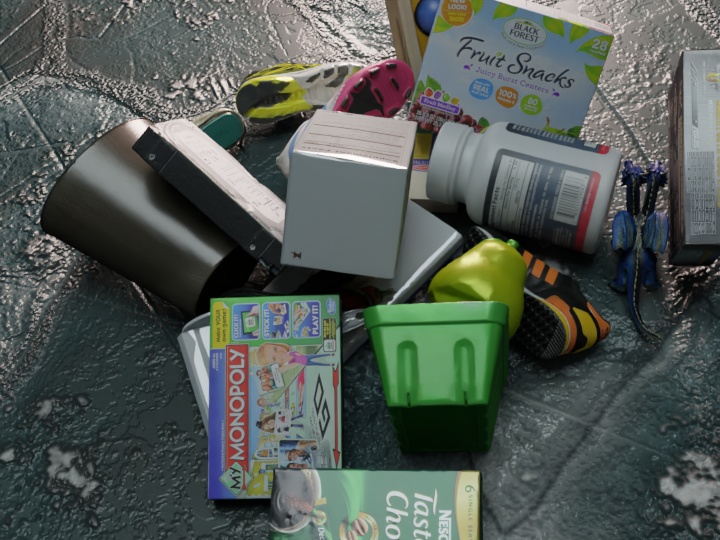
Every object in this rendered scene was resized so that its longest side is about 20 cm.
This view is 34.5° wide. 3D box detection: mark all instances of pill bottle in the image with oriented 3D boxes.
[{"bbox_3d":[0.180,-0.100,1.294,0.199,0.120,0.120,16,54,13],"label":"pill bottle"}]

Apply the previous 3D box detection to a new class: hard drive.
[{"bbox_3d":[0.000,0.000,1.292,0.132,0.025,0.200,36,71,31],"label":"hard drive"},{"bbox_3d":[-0.141,-0.083,1.243,0.200,0.140,0.038,43,103,-1],"label":"hard drive"}]

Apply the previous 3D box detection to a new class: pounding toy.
[{"bbox_3d":[0.143,-0.277,1.423,0.183,0.201,0.142,-15,18,-4],"label":"pounding toy"}]

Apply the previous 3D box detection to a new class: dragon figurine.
[{"bbox_3d":[0.298,-0.029,1.244,0.059,0.100,0.201,4,51,11],"label":"dragon figurine"}]

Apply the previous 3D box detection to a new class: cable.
[{"bbox_3d":[-0.057,0.036,1.255,0.199,0.050,0.098,-23,71,12],"label":"cable"}]

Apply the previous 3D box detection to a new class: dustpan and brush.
[{"bbox_3d":[-0.082,0.084,1.201,0.199,0.057,0.140,-19,70,-6],"label":"dustpan and brush"}]

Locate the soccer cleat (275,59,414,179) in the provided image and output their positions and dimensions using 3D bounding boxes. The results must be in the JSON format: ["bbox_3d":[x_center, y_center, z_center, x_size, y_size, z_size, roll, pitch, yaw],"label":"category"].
[{"bbox_3d":[-0.024,-0.182,1.383,0.200,0.070,0.086,-43,22,-14],"label":"soccer cleat"}]

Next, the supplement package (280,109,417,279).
[{"bbox_3d":[-0.008,-0.084,1.195,0.117,0.118,0.200,9,21,3],"label":"supplement package"}]

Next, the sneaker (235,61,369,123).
[{"bbox_3d":[-0.063,-0.240,1.482,0.199,0.075,0.085,-4,31,-9],"label":"sneaker"}]

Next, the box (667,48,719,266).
[{"bbox_3d":[0.354,-0.113,1.216,0.048,0.158,0.201,0,82,9],"label":"box"}]

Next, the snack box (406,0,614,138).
[{"bbox_3d":[0.171,-0.227,1.346,0.199,0.169,0.068,17,23,-1],"label":"snack box"}]

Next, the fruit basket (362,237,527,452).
[{"bbox_3d":[0.088,0.060,1.131,0.155,0.216,0.216,-2,50,6],"label":"fruit basket"}]

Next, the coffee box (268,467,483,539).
[{"bbox_3d":[0.015,0.245,1.073,0.199,0.044,0.124,1,69,8],"label":"coffee box"}]

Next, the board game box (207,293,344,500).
[{"bbox_3d":[-0.084,0.126,1.157,0.134,0.029,0.201,-2,78,4],"label":"board game box"}]

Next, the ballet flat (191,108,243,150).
[{"bbox_3d":[-0.233,-0.138,1.442,0.200,0.068,0.062,-32,24,-22],"label":"ballet flat"}]

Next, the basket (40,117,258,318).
[{"bbox_3d":[-0.220,-0.048,1.290,0.200,0.136,0.180,38,62,15],"label":"basket"}]

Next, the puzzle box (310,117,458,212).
[{"bbox_3d":[0.026,-0.129,1.410,0.199,0.025,0.134,3,51,10],"label":"puzzle box"}]

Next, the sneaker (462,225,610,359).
[{"bbox_3d":[0.187,0.021,1.251,0.090,0.070,0.200,-4,37,-31],"label":"sneaker"}]
